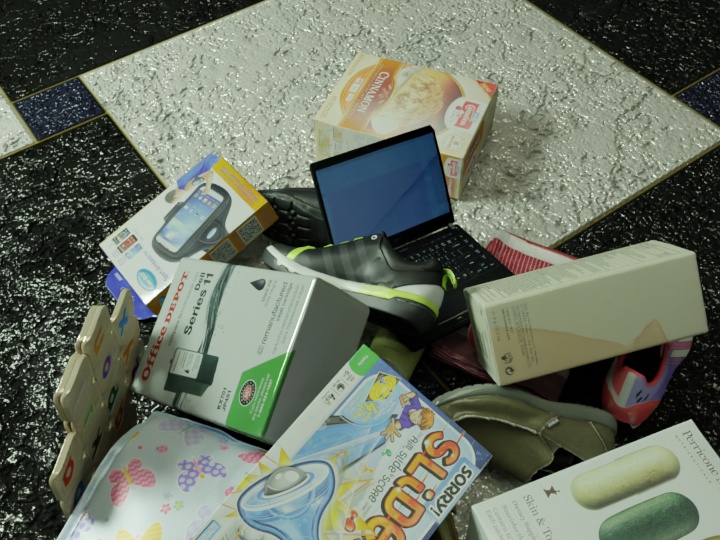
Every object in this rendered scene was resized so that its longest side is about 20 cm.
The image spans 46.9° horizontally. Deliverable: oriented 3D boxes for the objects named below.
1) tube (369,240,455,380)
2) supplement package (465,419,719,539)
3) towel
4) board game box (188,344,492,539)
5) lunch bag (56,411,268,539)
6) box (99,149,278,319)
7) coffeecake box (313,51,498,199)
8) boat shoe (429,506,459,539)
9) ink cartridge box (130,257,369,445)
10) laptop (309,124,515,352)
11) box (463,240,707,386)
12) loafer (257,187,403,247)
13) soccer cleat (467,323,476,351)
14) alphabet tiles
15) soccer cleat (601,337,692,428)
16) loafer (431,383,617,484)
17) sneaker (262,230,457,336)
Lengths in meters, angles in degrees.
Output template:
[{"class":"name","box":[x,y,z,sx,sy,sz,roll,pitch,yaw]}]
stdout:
[{"class":"tube","box":[0.061,0.040,0.901,0.058,0.052,0.201,44,48,-14]},{"class":"supplement package","box":[0.202,0.247,0.654,0.198,0.151,0.152,-17,51,-13]},{"class":"towel","box":[0.179,0.044,0.909,0.143,0.023,0.201,22,54,18]},{"class":"board game box","box":[-0.012,0.175,0.632,0.135,0.035,0.200,39,70,11]},{"class":"lunch bag","box":[-0.147,0.233,0.696,0.168,0.128,0.201,15,62,17]},{"class":"box","box":[-0.205,-0.037,0.946,0.200,0.042,0.119,-41,56,-11]},{"class":"coffeecake box","box":[0.060,-0.191,1.075,0.198,0.073,0.154,17,52,14]},{"class":"boat shoe","box":[0.050,0.190,0.765,0.063,0.074,0.201,7,37,-33]},{"class":"ink cartridge box","box":[-0.108,0.075,0.775,0.199,0.083,0.148,7,72,42]},{"class":"laptop","box":[0.066,-0.042,0.882,0.176,0.104,0.200,-23,52,-31]},{"class":"box","box":[0.206,0.036,0.773,0.198,0.079,0.095,-14,9,-1]},{"class":"loafer","box":[-0.041,-0.063,0.982,0.199,0.069,0.070,10,29,17]},{"class":"soccer cleat","box":[0.204,0.039,0.865,0.198,0.069,0.085,-21,15,0]},{"class":"alphabet tiles","box":[-0.231,0.124,0.737,0.014,0.201,0.197,8,51,0]},{"class":"soccer cleat","box":[0.298,0.072,0.838,0.066,0.077,0.200,25,47,21]},{"class":"loafer","box":[0.150,0.156,0.765,0.198,0.075,0.070,9,57,-11]},{"class":"sneaker","box":[0.000,0.000,0.811,0.198,0.072,0.083,18,72,24]}]
